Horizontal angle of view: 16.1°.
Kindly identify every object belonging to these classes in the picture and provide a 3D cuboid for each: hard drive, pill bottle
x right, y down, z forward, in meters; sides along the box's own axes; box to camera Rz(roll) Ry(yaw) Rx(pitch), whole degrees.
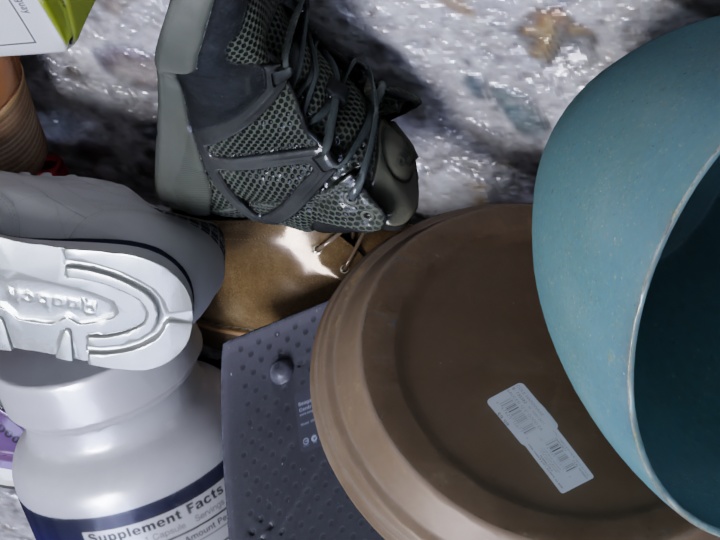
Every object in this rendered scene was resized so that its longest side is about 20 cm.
[{"bbox_3d":[0.011,0.101,1.057,0.135,0.200,0.042,-22,146,21],"label":"hard drive"},{"bbox_3d":[-0.094,0.112,1.183,0.116,0.116,0.200,-4,118,29],"label":"pill bottle"}]

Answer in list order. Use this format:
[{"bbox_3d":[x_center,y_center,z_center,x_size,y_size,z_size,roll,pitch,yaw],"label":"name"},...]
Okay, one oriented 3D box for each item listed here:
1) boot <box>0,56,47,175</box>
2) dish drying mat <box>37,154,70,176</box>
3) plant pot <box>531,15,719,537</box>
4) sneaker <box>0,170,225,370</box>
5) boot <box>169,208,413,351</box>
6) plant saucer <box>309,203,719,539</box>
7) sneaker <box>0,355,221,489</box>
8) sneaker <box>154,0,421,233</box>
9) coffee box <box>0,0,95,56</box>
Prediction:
[{"bbox_3d":[-0.247,-0.092,1.113,0.200,0.077,0.155,2,144,19],"label":"boot"},{"bbox_3d":[-0.152,0.007,1.260,0.077,0.018,0.200,5,144,18],"label":"dish drying mat"},{"bbox_3d":[0.142,-0.017,0.965,0.135,0.200,0.200,37,167,49],"label":"plant pot"},{"bbox_3d":[-0.158,-0.013,1.110,0.200,0.081,0.076,17,123,5],"label":"sneaker"},{"bbox_3d":[0.000,0.000,1.138,0.200,0.074,0.076,4,134,25],"label":"boot"},{"bbox_3d":[0.080,0.048,1.021,0.200,0.200,0.029,19,142,0],"label":"plant saucer"},{"bbox_3d":[-0.102,0.066,1.251,0.200,0.076,0.088,1,136,-1],"label":"sneaker"},{"bbox_3d":[-0.025,-0.079,1.033,0.114,0.076,0.199,13,148,5],"label":"sneaker"},{"bbox_3d":[-0.183,-0.202,0.825,0.198,0.200,0.200,-2,140,26],"label":"coffee box"}]
